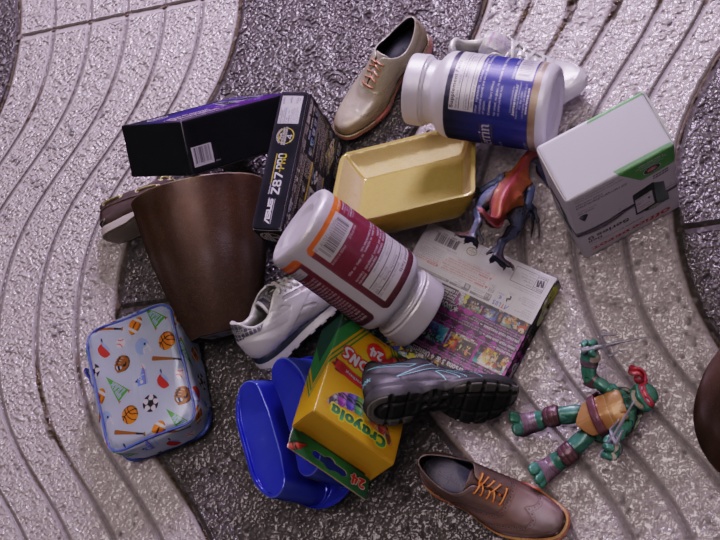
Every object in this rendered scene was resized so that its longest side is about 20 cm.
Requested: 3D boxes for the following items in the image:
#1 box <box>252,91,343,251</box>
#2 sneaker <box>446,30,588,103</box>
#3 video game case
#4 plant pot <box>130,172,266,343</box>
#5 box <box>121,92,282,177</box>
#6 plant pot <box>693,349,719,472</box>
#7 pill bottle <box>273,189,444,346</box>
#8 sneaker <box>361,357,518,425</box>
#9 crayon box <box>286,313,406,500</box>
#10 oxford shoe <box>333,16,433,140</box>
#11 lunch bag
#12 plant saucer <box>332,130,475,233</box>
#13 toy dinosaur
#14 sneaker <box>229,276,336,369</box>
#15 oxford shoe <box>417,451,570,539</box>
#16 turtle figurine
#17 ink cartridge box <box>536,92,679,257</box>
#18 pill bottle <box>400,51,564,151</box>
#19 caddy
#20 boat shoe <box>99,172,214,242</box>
[{"bbox_3d":[-0.080,-0.117,1.700,0.049,0.161,0.202,3,71,20],"label":"box"},{"bbox_3d":[0.207,-0.272,1.696,0.198,0.100,0.075,8,55,21],"label":"sneaker"},{"bbox_3d":[0.132,0.054,1.629,0.199,0.036,0.182,24,79,25],"label":"video game case"},{"bbox_3d":[-0.204,-0.009,1.706,0.185,0.187,0.202,-14,81,13],"label":"plant pot"},{"bbox_3d":[-0.205,-0.187,1.729,0.140,0.199,0.080,0,106,46],"label":"box"},{"bbox_3d":[0.459,0.134,1.390,0.185,0.200,0.189,-7,66,16],"label":"plant pot"},{"bbox_3d":[0.000,0.000,1.563,0.199,0.114,0.115,36,81,-15],"label":"pill bottle"},{"bbox_3d":[0.096,0.137,1.528,0.198,0.076,0.080,1,39,-15],"label":"sneaker"},{"bbox_3d":[-0.007,0.165,1.539,0.051,0.127,0.201,-39,23,39],"label":"crayon box"},{"bbox_3d":[0.021,-0.277,1.777,0.071,0.074,0.201,32,82,27],"label":"oxford shoe"},{"bbox_3d":[-0.295,0.151,1.717,0.159,0.076,0.201,-23,65,12],"label":"lunch bag"},{"bbox_3d":[0.064,-0.112,1.673,0.198,0.049,0.201,-13,31,14],"label":"plant saucer"},{"bbox_3d":[0.205,-0.093,1.604,0.104,0.200,0.182,31,73,-1],"label":"toy dinosaur"},{"bbox_3d":[-0.084,0.037,1.661,0.200,0.081,0.076,-46,23,-22],"label":"sneaker"},{"bbox_3d":[0.155,0.274,1.513,0.198,0.073,0.072,17,75,23],"label":"oxford shoe"},{"bbox_3d":[0.282,0.172,1.497,0.199,0.101,0.151,-32,46,21],"label":"turtle figurine"},{"bbox_3d":[0.310,-0.113,1.545,0.145,0.200,0.085,-28,66,6],"label":"ink cartridge box"},{"bbox_3d":[0.159,-0.226,1.643,0.198,0.116,0.117,11,73,19],"label":"pill bottle"},{"bbox_3d":[-0.073,0.205,1.604,0.141,0.105,0.201,-35,60,30],"label":"caddy"},{"bbox_3d":[-0.291,-0.104,1.819,0.199,0.072,0.060,-22,67,16],"label":"boat shoe"}]
